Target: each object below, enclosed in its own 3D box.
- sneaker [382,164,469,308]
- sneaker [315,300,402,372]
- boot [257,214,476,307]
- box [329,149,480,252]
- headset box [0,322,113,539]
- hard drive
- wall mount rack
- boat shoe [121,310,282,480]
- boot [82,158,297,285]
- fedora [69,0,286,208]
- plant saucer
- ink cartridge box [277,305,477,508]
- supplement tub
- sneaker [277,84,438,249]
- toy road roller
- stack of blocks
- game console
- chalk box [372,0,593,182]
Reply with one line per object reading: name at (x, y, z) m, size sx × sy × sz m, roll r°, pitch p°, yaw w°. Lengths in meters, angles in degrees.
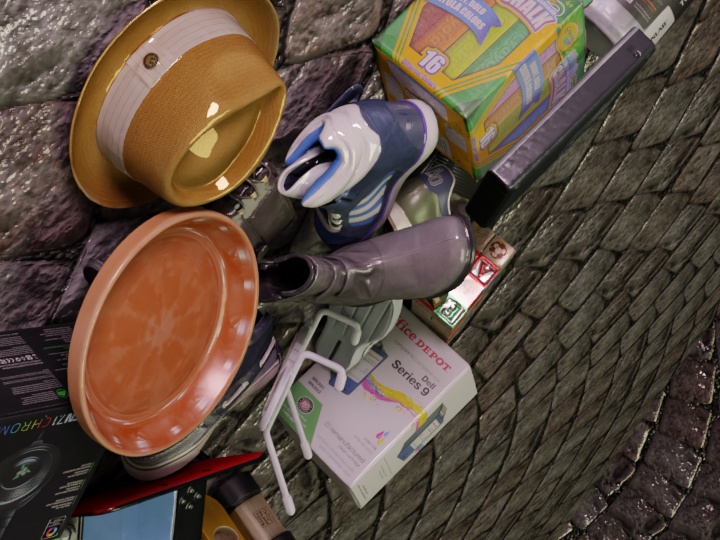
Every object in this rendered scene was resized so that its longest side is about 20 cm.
sneaker at (0.080, -0.036, 1.231) m, size 0.090 × 0.067 × 0.201 m, roll -37°, pitch 149°, yaw -4°
sneaker at (0.004, 0.043, 1.317) m, size 0.071 × 0.073 × 0.200 m, roll -50°, pitch 180°, yaw -31°
boot at (0.000, 0.000, 1.094) m, size 0.131 × 0.071 × 0.199 m, roll 0°, pitch 162°, yaw -42°
box at (0.076, -0.077, 1.302) m, size 0.194 × 0.048 × 0.199 m, roll -50°, pitch 156°, yaw 12°
headset box at (-0.302, 0.153, 0.954) m, size 0.173 × 0.093 × 0.201 m, roll -5°, pitch 131°, yaw -56°
hard drive at (0.187, -0.131, 1.147) m, size 0.200 × 0.033 × 0.140 m, roll -45°, pitch 174°, yaw -12°
wall mount rack at (-0.060, 0.140, 1.247) m, size 0.200 × 0.074 × 0.175 m, roll -69°, pitch -176°, yaw -69°
boat shoe at (-0.158, 0.108, 1.166) m, size 0.200 × 0.074 × 0.093 m, roll -45°, pitch 152°, yaw -30°
boot at (-0.136, -0.027, 1.022) m, size 0.175 × 0.069 × 0.200 m, roll -53°, pitch 160°, yaw -4°
fedora at (-0.118, -0.112, 0.889) m, size 0.200 × 0.082 × 0.202 m, roll -38°, pitch 154°, yaw -23°
plant saucer at (-0.154, 0.046, 0.944) m, size 0.200 × 0.032 × 0.202 m, roll -37°, pitch 138°, yaw -42°
ink cartridge box at (0.018, 0.150, 1.415) m, size 0.200 × 0.145 × 0.088 m, roll -42°, pitch 153°, yaw -12°
supplement tub at (0.297, -0.318, 1.233) m, size 0.200 × 0.122 × 0.122 m, roll -49°, pitch 155°, yaw 2°
sneaker at (-0.031, -0.078, 1.076) m, size 0.145 × 0.081 × 0.200 m, roll -15°, pitch 158°, yaw -40°
toy road roller at (-0.177, 0.343, 1.406) m, size 0.199 × 0.123 × 0.146 m, roll -20°, pitch 155°, yaw -47°
stack of blocks at (0.116, 0.022, 1.426) m, size 0.115 × 0.058 × 0.200 m, roll -50°, pitch 173°, yaw -9°
game console at (-0.206, 0.256, 1.194) m, size 0.199 × 0.118 × 0.174 m, roll -12°, pitch 118°, yaw -42°
chalk box at (0.128, -0.209, 1.110) m, size 0.200 × 0.124 × 0.124 m, roll -45°, pitch 155°, yaw -10°
